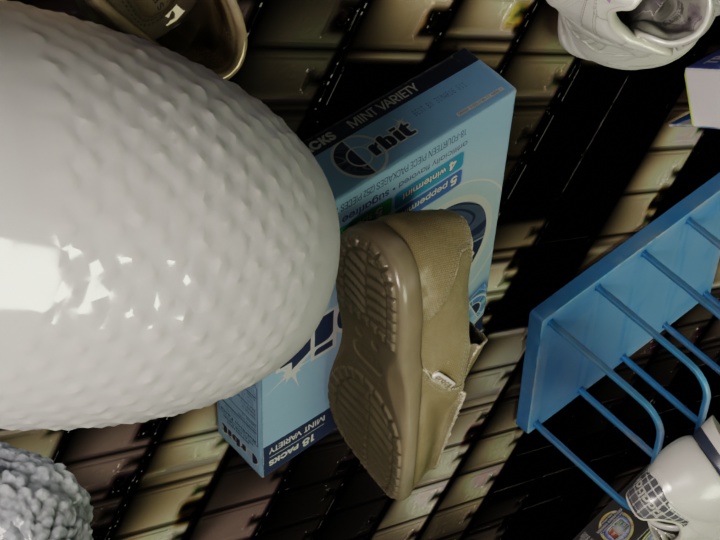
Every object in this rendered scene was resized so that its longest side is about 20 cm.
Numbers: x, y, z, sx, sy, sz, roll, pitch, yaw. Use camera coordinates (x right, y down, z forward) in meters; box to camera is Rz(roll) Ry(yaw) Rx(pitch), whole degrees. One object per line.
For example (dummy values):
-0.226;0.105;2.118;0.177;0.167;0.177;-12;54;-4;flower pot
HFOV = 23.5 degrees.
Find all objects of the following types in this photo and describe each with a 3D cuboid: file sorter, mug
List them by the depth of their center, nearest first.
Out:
-0.117;-0.009;0.644;0.175;0.148;0.200;8;161;-42;mug
0.227;0.054;1.230;0.200;0.123;0.139;-34;148;-24;file sorter

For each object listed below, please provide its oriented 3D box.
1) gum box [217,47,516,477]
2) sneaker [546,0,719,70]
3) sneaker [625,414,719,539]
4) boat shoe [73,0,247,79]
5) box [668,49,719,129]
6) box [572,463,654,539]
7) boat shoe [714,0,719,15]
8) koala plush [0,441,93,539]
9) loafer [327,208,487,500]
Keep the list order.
0.000;0.000;0.928;0.170;0.045;0.200;-32;149;-26;gum box
0.146;-0.134;0.905;0.075;0.100;0.200;-56;152;11;sneaker
0.233;0.160;1.183;0.080;0.076;0.200;-37;148;3;sneaker
-0.091;-0.132;0.613;0.072;0.065;0.200;-44;152;-7;boat shoe
0.301;-0.122;1.079;0.122;0.200;0.048;-27;114;-32;box
0.218;0.286;1.590;0.200;0.044;0.160;-43;152;-10;box
0.231;-0.216;0.952;0.072;0.069;0.200;-24;143;-37;boat shoe
-0.225;0.131;0.629;0.184;0.200;0.178;-50;163;-38;koala plush
0.029;0.046;0.897;0.067;0.076;0.200;-26;146;-22;loafer
